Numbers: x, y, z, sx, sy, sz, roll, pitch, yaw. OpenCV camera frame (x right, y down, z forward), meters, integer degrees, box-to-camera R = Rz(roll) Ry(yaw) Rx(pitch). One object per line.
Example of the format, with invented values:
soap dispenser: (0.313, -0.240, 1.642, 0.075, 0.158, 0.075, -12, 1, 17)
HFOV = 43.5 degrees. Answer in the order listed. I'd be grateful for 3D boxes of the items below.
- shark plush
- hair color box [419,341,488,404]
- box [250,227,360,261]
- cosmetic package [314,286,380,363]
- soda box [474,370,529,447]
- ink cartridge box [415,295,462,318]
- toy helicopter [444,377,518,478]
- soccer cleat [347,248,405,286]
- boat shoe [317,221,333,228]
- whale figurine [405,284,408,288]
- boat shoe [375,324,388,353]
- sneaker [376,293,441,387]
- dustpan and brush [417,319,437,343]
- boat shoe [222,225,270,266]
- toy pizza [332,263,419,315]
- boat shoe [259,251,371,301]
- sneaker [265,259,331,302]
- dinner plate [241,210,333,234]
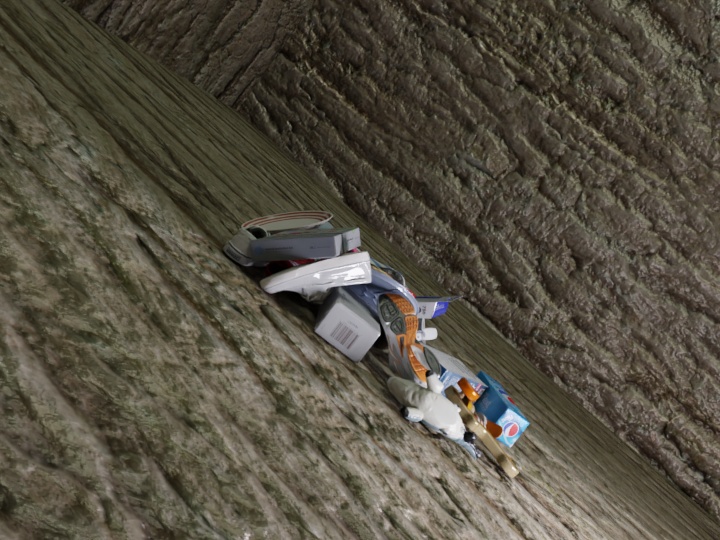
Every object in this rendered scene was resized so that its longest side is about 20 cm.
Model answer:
shark plush: (0.135, 0.241, 1.527, 0.199, 0.092, 0.083, 31, -21, -17)
hair color box: (0.174, 0.216, 1.861, 0.100, 0.061, 0.199, 44, 10, 35)
box: (-0.095, -0.049, 1.650, 0.154, 0.042, 0.200, -3, 6, 13)
cosmetic package: (-0.022, 0.090, 1.642, 0.101, 0.074, 0.200, 38, 9, -7)
soda box: (0.284, 0.290, 1.910, 0.064, 0.068, 0.200, 35, 8, -17)
ink cartridge box: (0.103, 0.074, 1.847, 0.198, 0.040, 0.099, -2, 4, 24)
toy helicopter: (0.221, 0.295, 1.652, 0.201, 0.079, 0.132, 52, 3, 21)
soccer cleat: (0.000, 0.000, 1.856, 0.199, 0.070, 0.086, 30, -9, 6)
boat shoe: (-0.138, -0.046, 1.960, 0.200, 0.090, 0.071, -29, 95, -55)
whale figurine: (0.078, 0.086, 2.028, 0.159, 0.104, 0.200, 33, 12, -36)
boat shoe: (0.076, 0.141, 1.840, 0.076, 0.072, 0.200, 49, 6, -9)
sneaker: (0.070, 0.137, 1.642, 0.075, 0.092, 0.201, -5, 56, -30)
dustpan and brush: (0.128, 0.136, 1.902, 0.057, 0.141, 0.200, -4, -3, 24)
boat shoe: (-0.195, -0.050, 1.687, 0.073, 0.066, 0.200, 37, 8, 0)
toy pizza: (0.024, 0.034, 1.740, 0.198, 0.032, 0.201, 22, -24, 10)
boat shoe: (-0.075, 0.018, 1.581, 0.072, 0.198, 0.069, 180, -104, -71)
sneaker: (-0.135, -0.013, 1.724, 0.115, 0.079, 0.200, 25, 3, -31)
dinner plate: (-0.156, -0.098, 1.930, 0.198, 0.025, 0.200, -6, 12, 1)
